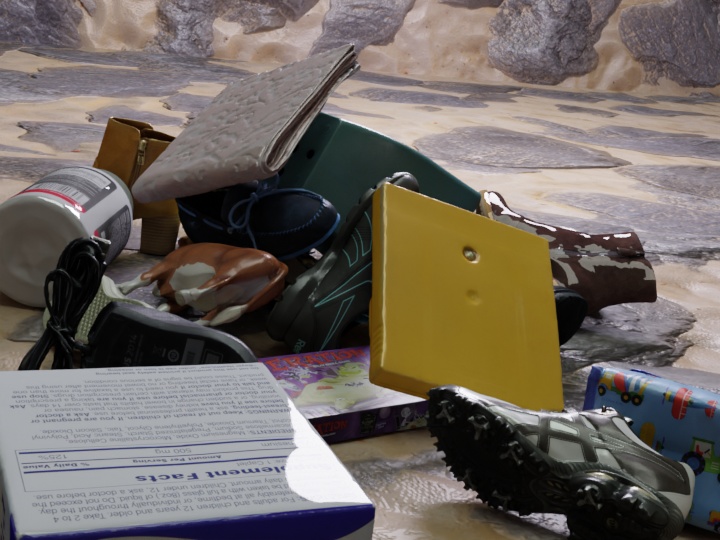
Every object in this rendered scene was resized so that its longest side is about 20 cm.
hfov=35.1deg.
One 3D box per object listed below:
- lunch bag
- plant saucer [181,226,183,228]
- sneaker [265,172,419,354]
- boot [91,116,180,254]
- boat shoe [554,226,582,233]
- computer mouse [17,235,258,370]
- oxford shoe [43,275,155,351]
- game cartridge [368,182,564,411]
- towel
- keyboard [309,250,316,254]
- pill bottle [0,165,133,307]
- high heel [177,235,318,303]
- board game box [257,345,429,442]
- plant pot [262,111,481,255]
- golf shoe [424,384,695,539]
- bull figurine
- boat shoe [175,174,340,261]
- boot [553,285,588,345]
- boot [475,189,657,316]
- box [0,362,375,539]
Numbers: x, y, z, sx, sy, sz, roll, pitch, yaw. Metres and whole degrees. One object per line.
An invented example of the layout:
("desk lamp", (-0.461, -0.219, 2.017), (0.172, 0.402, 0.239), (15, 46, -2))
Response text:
("lunch bag", (0.270, 0.132, 0.889), (0.150, 0.094, 0.200), (15, 6, 28))
("plant saucer", (-0.107, -0.075, 1.307), (0.199, 0.031, 0.200), (-23, 1, 0))
("sneaker", (0.000, 0.000, 1.045), (0.079, 0.200, 0.075), (36, -11, 9))
("boot", (-0.291, -0.102, 1.280), (0.200, 0.145, 0.071), (8, 16, 4))
("boat shoe", (0.196, -0.015, 1.338), (0.200, 0.076, 0.072), (15, 25, 42))
("computer mouse", (-0.154, 0.068, 0.863), (0.199, 0.139, 0.053), (21, 3, 16))
("oxford shoe", (-0.217, 0.050, 0.980), (0.200, 0.075, 0.058), (16, -24, 52))
("game cartridge", (0.089, 0.031, 0.977), (0.176, 0.032, 0.201), (18, 50, -19))
("towel", (-0.112, -0.141, 1.123), (0.200, 0.032, 0.191), (-8, 36, 44))
("keyboard", (-0.103, -0.041, 1.338), (0.104, 0.040, 0.200), (11, 18, 13))
("pill bottle", (-0.294, -0.044, 1.147), (0.110, 0.111, 0.200), (8, 17, 2))
("high heel", (-0.092, 0.003, 1.137), (0.199, 0.072, 0.143), (15, 10, -4))
("board game box", (-0.018, 0.100, 0.940), (0.199, 0.032, 0.120), (-5, 17, -34))
("plant pot", (-0.007, -0.080, 1.194), (0.200, 0.142, 0.141), (33, -4, -43))
("golf shoe", (0.139, 0.131, 0.804), (0.200, 0.078, 0.094), (29, 41, 28))
("bull figurine", (-0.152, 0.013, 1.054), (0.121, 0.065, 0.200), (-33, 18, -35))
("boat shoe", (-0.111, -0.051, 1.085), (0.199, 0.069, 0.084), (-4, 41, 38))
("boot", (0.103, 0.014, 1.109), (0.200, 0.077, 0.168), (-12, 44, -33))
("boot", (0.222, -0.023, 1.263), (0.166, 0.073, 0.200), (-9, 48, -6))
("box", (-0.115, 0.137, 0.645), (0.183, 0.105, 0.200), (0, 18, -23))
